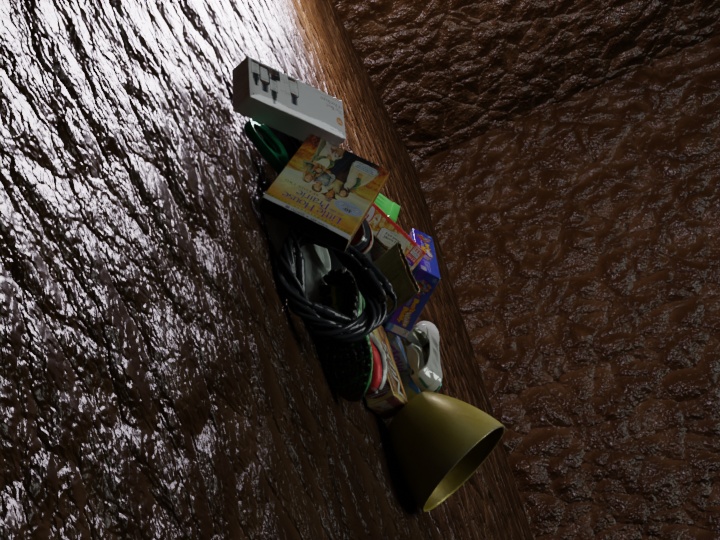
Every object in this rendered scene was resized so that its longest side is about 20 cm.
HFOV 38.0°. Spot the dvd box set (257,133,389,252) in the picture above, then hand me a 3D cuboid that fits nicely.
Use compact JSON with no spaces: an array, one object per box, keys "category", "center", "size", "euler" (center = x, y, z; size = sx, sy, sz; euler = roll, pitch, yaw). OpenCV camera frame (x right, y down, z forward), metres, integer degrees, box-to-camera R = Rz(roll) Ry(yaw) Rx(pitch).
[{"category":"dvd box set","center":[-0.052,-0.122,1.588],"size":[0.200,0.146,0.030],"euler":[-59,174,-49]}]

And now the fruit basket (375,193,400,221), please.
[{"category":"fruit basket","center":[0.025,-0.055,2.076],"size":[0.216,0.155,0.216],"euler":[47,12,-14]}]

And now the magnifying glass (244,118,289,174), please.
[{"category":"magnifying glass","center":[-0.124,-0.163,1.645],"size":[0.200,0.022,0.079],"euler":[55,17,26]}]

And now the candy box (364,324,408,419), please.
[{"category":"candy box","center":[0.022,0.148,1.821],"size":[0.115,0.055,0.201],"euler":[48,23,-65]}]

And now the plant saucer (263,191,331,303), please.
[{"category":"plant saucer","center":[-0.089,-0.039,1.635],"size":[0.200,0.050,0.201],"euler":[-22,90,-81]}]

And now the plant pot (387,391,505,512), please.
[{"category":"plant pot","center":[0.130,0.292,1.796],"size":[0.142,0.200,0.200],"euler":[44,1,21]}]

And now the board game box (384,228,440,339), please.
[{"category":"board game box","center":[0.090,0.021,1.942],"size":[0.045,0.135,0.200],"euler":[25,21,-11]}]

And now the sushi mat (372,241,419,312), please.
[{"category":"sushi mat","center":[0.021,0.041,1.721],"size":[0.012,0.200,0.096],"euler":[-3,64,-40]}]

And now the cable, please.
[{"category":"cable","center":[-0.049,0.018,1.528],"size":[0.200,0.163,0.051],"euler":[49,-38,9]}]

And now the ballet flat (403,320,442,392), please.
[{"category":"ballet flat","center":[0.111,0.145,1.929],"size":[0.201,0.069,0.070],"euler":[-95,161,-55]}]

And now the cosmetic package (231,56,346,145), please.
[{"category":"cosmetic package","center":[-0.114,-0.267,1.694],"size":[0.199,0.051,0.083],"euler":[19,55,-39]}]

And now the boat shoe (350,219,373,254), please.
[{"category":"boat shoe","center":[-0.044,-0.103,1.642],"size":[0.201,0.071,0.063],"euler":[59,-3,36]}]

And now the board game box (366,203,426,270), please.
[{"category":"board game box","center":[0.009,-0.078,1.881],"size":[0.200,0.046,0.151],"euler":[43,-14,-14]}]

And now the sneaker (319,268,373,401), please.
[{"category":"sneaker","center":[-0.010,0.102,1.597],"size":[0.085,0.077,0.201],"euler":[40,43,-63]}]

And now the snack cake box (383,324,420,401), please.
[{"category":"snack cake box","center":[0.071,0.188,1.975],"size":[0.115,0.067,0.201],"euler":[-80,147,-71]}]

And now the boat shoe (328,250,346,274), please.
[{"category":"boat shoe","center":[-0.032,-0.075,1.743],"size":[0.060,0.073,0.201],"euler":[153,-44,-71]}]

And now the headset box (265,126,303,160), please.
[{"category":"headset box","center":[-0.098,-0.218,1.827],"size":[0.149,0.075,0.200],"euler":[55,11,-5]}]

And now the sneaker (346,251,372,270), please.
[{"category":"sneaker","center":[0.000,0.000,1.861],"size":[0.200,0.070,0.100],"euler":[72,9,-65]}]

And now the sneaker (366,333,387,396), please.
[{"category":"sneaker","center":[-0.021,0.111,1.680],"size":[0.085,0.077,0.201],"euler":[19,44,-52]}]
